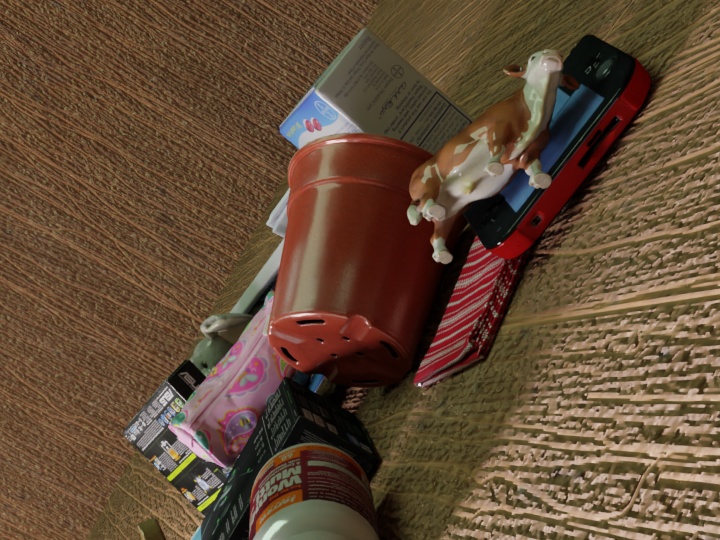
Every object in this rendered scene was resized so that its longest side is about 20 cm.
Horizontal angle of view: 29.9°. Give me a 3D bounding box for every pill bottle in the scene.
[{"bbox_3d":[-0.037,0.225,1.099,0.110,0.109,0.200,-58,10,10],"label":"pill bottle"}]

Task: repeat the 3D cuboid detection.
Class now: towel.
[{"bbox_3d":[0.112,0.005,1.230,0.201,0.022,0.145,-65,10,-23],"label":"towel"}]

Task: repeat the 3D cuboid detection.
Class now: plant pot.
[{"bbox_3d":[0.000,0.000,1.368,0.201,0.200,0.196,-45,27,56],"label":"plant pot"}]

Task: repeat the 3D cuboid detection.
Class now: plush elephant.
[{"bbox_3d":[-0.144,0.134,1.615,0.165,0.154,0.201,100,-171,-58],"label":"plush elephant"}]

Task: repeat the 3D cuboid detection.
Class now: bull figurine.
[{"bbox_3d":[0.111,-0.097,1.143,0.200,0.065,0.122,-44,21,34],"label":"bull figurine"}]

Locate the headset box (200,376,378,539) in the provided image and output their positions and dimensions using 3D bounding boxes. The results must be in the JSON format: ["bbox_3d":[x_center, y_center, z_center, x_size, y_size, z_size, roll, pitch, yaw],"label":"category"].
[{"bbox_3d":[-0.079,0.229,1.338,0.201,0.092,0.174,-60,10,2],"label":"headset box"}]

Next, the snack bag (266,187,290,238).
[{"bbox_3d":[-0.009,-0.106,1.762,0.021,0.188,0.201,39,96,40],"label":"snack bag"}]

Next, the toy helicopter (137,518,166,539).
[{"bbox_3d":[-0.170,0.331,1.295,0.078,0.201,0.132,-23,20,-12],"label":"toy helicopter"}]

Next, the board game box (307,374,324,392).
[{"bbox_3d":[-0.010,0.090,1.556,0.158,0.039,0.200,-58,4,41],"label":"board game box"}]

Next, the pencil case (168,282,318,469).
[{"bbox_3d":[-0.118,0.112,1.441,0.200,0.087,0.087,-53,9,-11],"label":"pencil case"}]

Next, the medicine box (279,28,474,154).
[{"bbox_3d":[0.026,-0.160,1.586,0.103,0.200,0.182,-52,7,-17],"label":"medicine box"}]

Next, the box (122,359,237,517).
[{"bbox_3d":[-0.174,0.214,1.560,0.048,0.193,0.200,-47,1,-34],"label":"box"}]

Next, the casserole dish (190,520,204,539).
[{"bbox_3d":[-0.171,0.352,1.494,0.121,0.039,0.201,127,157,-47],"label":"casserole dish"}]

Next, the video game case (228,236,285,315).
[{"bbox_3d":[-0.053,0.014,1.650,0.200,0.181,0.023,-50,55,43],"label":"video game case"}]

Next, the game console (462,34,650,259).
[{"bbox_3d":[0.163,-0.112,1.180,0.200,0.031,0.177,-52,20,11],"label":"game console"}]
